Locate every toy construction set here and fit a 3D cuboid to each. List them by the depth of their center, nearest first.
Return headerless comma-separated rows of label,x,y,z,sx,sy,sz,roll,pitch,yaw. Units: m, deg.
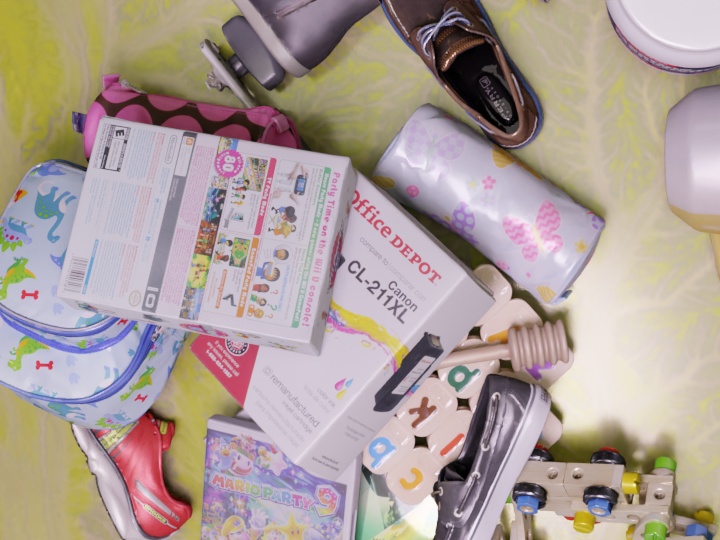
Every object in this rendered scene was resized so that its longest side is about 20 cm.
toy construction set,0.191,0.207,1.272,0.198,0.131,0.093,-14,49,16

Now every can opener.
can opener,-0.070,-0.128,1.312,0.066,0.053,0.201,-35,88,11

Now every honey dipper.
honey dipper,0.071,0.073,1.251,0.198,0.038,0.038,-9,93,3

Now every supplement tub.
supplement tub,0.257,-0.225,1.171,0.139,0.200,0.142,1,95,10

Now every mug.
mug,0.322,-0.071,1.205,0.152,0.149,0.189,0,88,18

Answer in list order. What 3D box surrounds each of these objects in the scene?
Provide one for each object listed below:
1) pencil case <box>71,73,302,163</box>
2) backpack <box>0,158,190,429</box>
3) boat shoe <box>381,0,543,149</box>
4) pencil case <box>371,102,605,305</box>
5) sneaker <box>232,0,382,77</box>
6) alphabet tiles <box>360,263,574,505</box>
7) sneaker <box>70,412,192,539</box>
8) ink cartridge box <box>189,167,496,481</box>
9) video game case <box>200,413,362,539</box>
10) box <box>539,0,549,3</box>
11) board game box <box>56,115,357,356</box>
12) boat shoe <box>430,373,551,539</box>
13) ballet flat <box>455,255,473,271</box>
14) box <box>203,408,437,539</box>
pencil case,-0.141,-0.107,1.280,0.198,0.091,0.095,12,100,27
backpack,-0.233,0.018,1.269,0.182,0.147,0.201,19,76,16
boat shoe,0.083,-0.190,1.269,0.072,0.072,0.200,-42,86,11
pencil case,0.106,-0.055,1.271,0.199,0.083,0.091,33,104,6
sneaker,-0.073,-0.275,1.290,0.106,0.075,0.200,-37,97,14
alphabet tiles,0.074,0.097,1.281,0.195,0.015,0.200,-43,101,7
sneaker,-0.210,0.146,1.360,0.084,0.077,0.201,-24,91,-9
ink cartridge box,-0.014,0.041,1.212,0.200,0.083,0.146,-48,62,3
video game case,-0.074,0.235,1.322,0.142,0.018,0.202,12,108,20
box,0.079,-0.297,1.264,0.199,0.068,0.083,25,98,7
board game box,-0.115,-0.026,1.163,0.198,0.064,0.149,11,77,8
boat shoe,0.091,0.177,1.259,0.056,0.069,0.201,23,100,-9
ballet flat,0.000,0.000,1.303,0.198,0.069,0.070,4,95,10
box,-0.025,0.187,1.337,0.144,0.036,0.201,-37,89,11
